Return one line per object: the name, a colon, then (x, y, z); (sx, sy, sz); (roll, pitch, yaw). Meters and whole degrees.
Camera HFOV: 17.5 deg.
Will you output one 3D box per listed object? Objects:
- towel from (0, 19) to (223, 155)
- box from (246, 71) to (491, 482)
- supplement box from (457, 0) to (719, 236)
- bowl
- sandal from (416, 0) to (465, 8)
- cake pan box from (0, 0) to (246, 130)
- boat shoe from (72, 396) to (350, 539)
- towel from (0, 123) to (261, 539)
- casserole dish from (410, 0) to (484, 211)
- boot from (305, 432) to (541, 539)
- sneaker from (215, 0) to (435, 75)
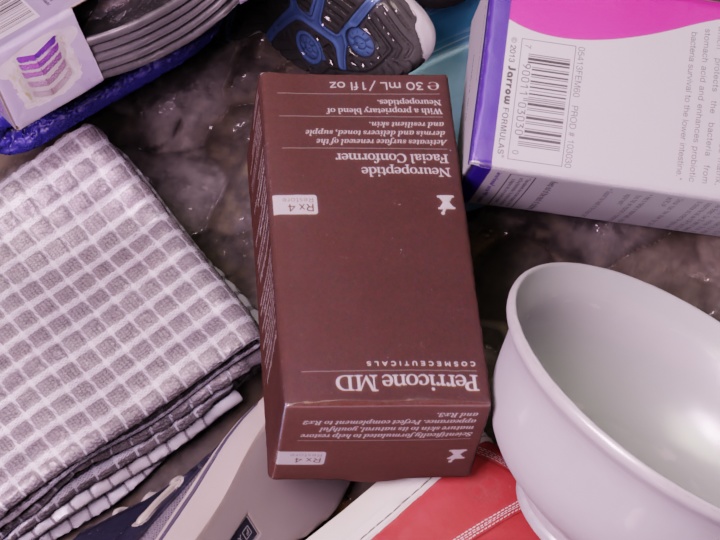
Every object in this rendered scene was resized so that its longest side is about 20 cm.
towel: (-0.166, -0.151, 1.264); (0.147, 0.050, 0.200); (-32, 37, -3)
box: (0.000, 0.000, 1.140); (0.100, 0.075, 0.200); (0, 57, -9)
supplement box: (0.153, -0.078, 1.178); (0.199, 0.103, 0.102); (8, 81, -2)
bowl: (0.136, 0.092, 1.106); (0.201, 0.201, 0.090); (44, 117, 24)
sandal: (0.019, -0.205, 1.324); (0.075, 0.045, 0.200); (-2, 42, -24)
cake pan box: (-0.140, -0.167, 1.198); (0.184, 0.052, 0.200); (-34, 39, -14)
boat shoe: (-0.083, 0.120, 1.150); (0.093, 0.075, 0.200); (-1, 34, 39)
towel: (-0.161, 0.037, 1.194); (0.200, 0.086, 0.166); (-37, 65, -13)
casserole dish: (0.083, -0.098, 1.266); (0.200, 0.039, 0.121); (-24, 62, -8)
boot: (0.032, 0.179, 1.108); (0.200, 0.072, 0.144); (-41, 67, -19)
sneaker: (-0.023, -0.157, 1.259); (0.077, 0.076, 0.200); (-30, 37, -27)
